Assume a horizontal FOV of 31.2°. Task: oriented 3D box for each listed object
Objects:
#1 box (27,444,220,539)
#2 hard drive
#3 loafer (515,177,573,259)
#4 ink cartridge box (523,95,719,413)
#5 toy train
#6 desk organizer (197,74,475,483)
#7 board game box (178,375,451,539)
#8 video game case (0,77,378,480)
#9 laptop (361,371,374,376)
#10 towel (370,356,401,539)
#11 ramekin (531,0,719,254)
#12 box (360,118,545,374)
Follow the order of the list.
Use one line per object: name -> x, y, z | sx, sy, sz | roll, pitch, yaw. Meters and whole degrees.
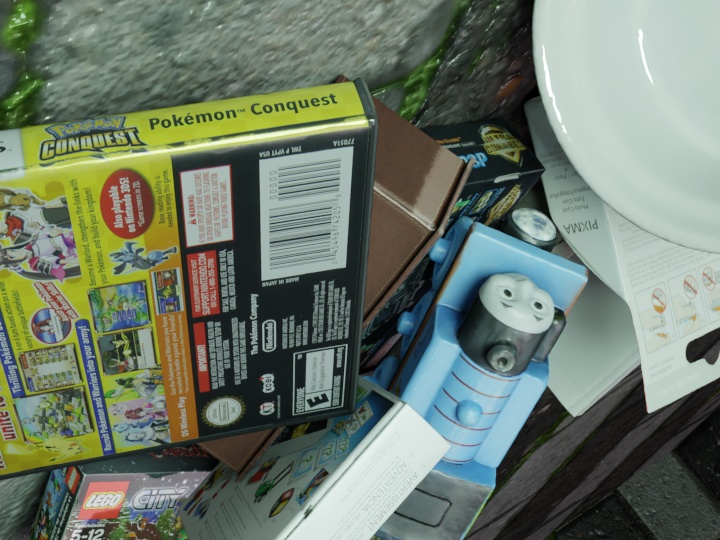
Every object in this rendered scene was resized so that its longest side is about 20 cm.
box -> -0.114, 0.172, 0.821 | 0.199, 0.038, 0.137 | 5, 116, -40
hard drive -> 0.195, -0.004, 0.977 | 0.200, 0.132, 0.026 | -45, 160, 20
loafer -> 0.131, -0.050, 0.871 | 0.200, 0.070, 0.070 | -35, 119, -23
ink cartridge box -> 0.191, -0.027, 0.826 | 0.160, 0.201, 0.047 | -17, -174, -43
toy train -> 0.056, 0.062, 0.720 | 0.114, 0.086, 0.201 | -82, -165, -58
desk organizer -> -0.035, 0.008, 0.640 | 0.200, 0.077, 0.072 | -52, -174, 35
board game box -> -0.033, 0.109, 0.664 | 0.126, 0.035, 0.200 | -47, -169, -6
video game case -> -0.087, 0.013, 0.521 | 0.180, 0.026, 0.200 | -10, 143, -11
laptop -> -0.019, 0.168, 1.039 | 0.200, 0.116, 0.188 | 41, 81, -34
towel -> 0.011, 0.162, 0.849 | 0.036, 0.201, 0.148 | 20, 133, -22
ramekin -> 0.193, -0.116, 0.628 | 0.098, 0.201, 0.201 | -27, 160, -50
box -> 0.000, 0.000, 0.766 | 0.159, 0.046, 0.200 | -14, 150, -49
